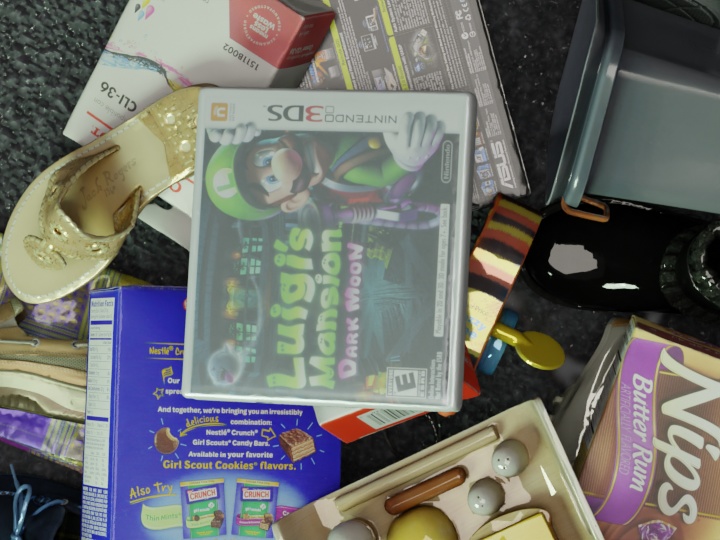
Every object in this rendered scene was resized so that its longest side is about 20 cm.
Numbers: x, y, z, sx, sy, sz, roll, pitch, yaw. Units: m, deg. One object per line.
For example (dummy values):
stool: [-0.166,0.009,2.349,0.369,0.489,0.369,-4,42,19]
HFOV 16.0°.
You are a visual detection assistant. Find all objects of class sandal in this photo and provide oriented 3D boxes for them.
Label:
sandal: [-0.175,-0.050,1.678,0.211,0.070,0.078,-37,86,20]

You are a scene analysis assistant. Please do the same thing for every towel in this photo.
towel: [-0.214,0.060,1.786,0.199,0.023,0.144,21,95,0]

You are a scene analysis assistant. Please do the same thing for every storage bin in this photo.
storage bin: [0.198,-0.098,1.669,0.134,0.200,0.146,14,109,1]

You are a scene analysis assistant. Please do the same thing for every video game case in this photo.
video game case: [-0.020,-0.015,1.615,0.181,0.023,0.201,2,86,15]

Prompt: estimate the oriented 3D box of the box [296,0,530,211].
box: [0.016,-0.127,1.755,0.159,0.044,0.201,-16,93,3]

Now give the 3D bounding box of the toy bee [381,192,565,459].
toy bee: [0.072,0.054,1.711,0.130,0.109,0.201,4,106,7]

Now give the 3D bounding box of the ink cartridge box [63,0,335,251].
ink cartridge box: [-0.118,-0.116,1.721,0.116,0.067,0.201,33,108,12]

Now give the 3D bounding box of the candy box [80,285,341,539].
candy box: [-0.099,0.112,1.716,0.168,0.077,0.201,3,88,-26]

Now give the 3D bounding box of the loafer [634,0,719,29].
loafer: [0.168,-0.234,1.739,0.199,0.072,0.063,29,75,-7]

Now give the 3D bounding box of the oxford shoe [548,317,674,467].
oxford shoe: [0.151,0.116,1.759,0.058,0.075,0.201,35,102,22]

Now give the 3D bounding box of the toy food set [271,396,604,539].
toy food set: [0.059,0.188,1.660,0.199,0.060,0.144,-26,88,12]

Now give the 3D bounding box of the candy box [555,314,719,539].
candy box: [0.199,0.144,1.694,0.116,0.056,0.201,21,99,0]

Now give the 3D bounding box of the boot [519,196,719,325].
boot: [0.209,-0.003,1.700,0.210,0.158,0.080,5,94,1]

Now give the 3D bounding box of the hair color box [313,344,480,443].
hair color box: [0.000,0.000,1.671,0.101,0.061,0.201,-20,70,12]

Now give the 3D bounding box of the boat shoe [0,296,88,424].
boat shoe: [-0.246,0.055,1.749,0.199,0.072,0.077,12,82,-9]

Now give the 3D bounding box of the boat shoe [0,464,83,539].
boat shoe: [-0.210,0.180,1.771,0.199,0.069,0.085,3,95,3]
